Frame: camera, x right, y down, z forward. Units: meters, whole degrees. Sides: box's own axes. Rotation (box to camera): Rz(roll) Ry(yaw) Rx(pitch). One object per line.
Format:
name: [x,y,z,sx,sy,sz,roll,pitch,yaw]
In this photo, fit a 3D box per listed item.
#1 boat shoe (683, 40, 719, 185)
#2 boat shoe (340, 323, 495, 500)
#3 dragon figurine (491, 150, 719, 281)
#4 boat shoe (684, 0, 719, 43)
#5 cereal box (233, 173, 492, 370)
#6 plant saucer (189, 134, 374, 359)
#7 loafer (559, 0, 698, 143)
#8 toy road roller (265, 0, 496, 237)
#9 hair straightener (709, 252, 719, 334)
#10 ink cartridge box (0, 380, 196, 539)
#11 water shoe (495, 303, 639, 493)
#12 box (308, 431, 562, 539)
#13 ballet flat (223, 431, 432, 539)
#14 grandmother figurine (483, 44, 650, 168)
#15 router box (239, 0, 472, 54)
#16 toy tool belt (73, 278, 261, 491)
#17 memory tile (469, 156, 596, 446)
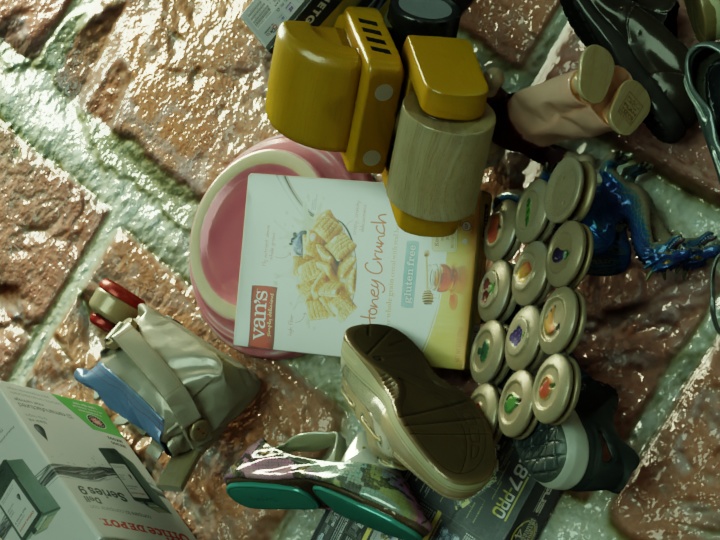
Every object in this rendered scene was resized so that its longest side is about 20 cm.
boat shoe: [0.273,-0.073,1.240,0.073,0.062,0.200,-28,63,29]
boat shoe: [0.038,0.115,1.322,0.200,0.072,0.065,49,134,50]
dragon figurine: [0.172,-0.030,1.343,0.200,0.059,0.100,-8,73,34]
boat shoe: [0.269,-0.254,1.337,0.065,0.073,0.200,-5,60,2]
cereal box: [0.000,0.000,1.426,0.200,0.040,0.144,4,89,18]
plant saucer: [-0.074,-0.026,1.523,0.200,0.051,0.201,-10,72,32]
loafer: [0.211,-0.188,1.362,0.071,0.073,0.200,-31,68,1]
toy road roller: [0.009,-0.124,1.352,0.200,0.146,0.123,-109,24,-52]
hair straightener: [0.319,-0.029,1.259,0.200,0.041,0.077,-48,52,21]
ink cartridge box: [-0.243,0.199,1.523,0.084,0.146,0.200,-50,56,12]
water shoe: [0.147,0.096,1.325,0.072,0.079,0.200,-60,25,30]
box: [0.051,0.196,1.374,0.161,0.049,0.200,30,95,39]
ballet flat: [-0.021,0.158,1.375,0.200,0.069,0.071,4,59,41]
grandmother figurine: [0.134,-0.116,1.364,0.061,0.121,0.200,-50,21,-26]
router box: [0.022,-0.241,1.447,0.200,0.157,0.052,-48,55,16]
toy tool belt: [-0.189,0.098,1.527,0.200,0.125,0.123,30,87,38]
memory tile: [0.122,0.026,1.299,0.153,0.017,0.200,-30,49,60]
